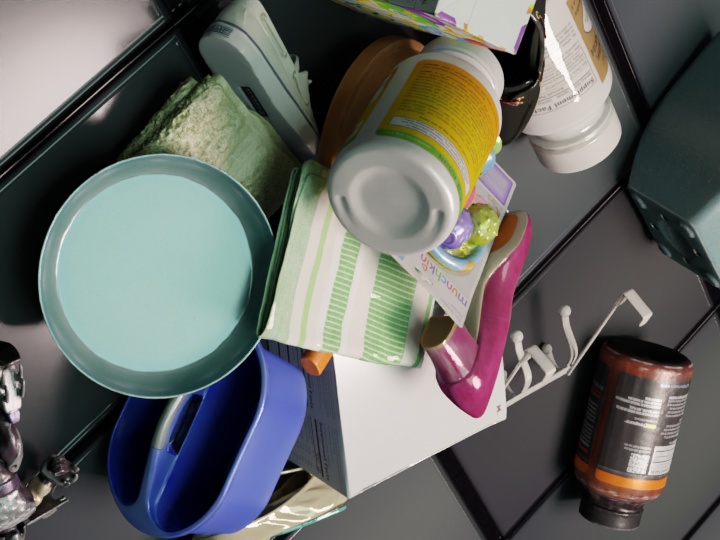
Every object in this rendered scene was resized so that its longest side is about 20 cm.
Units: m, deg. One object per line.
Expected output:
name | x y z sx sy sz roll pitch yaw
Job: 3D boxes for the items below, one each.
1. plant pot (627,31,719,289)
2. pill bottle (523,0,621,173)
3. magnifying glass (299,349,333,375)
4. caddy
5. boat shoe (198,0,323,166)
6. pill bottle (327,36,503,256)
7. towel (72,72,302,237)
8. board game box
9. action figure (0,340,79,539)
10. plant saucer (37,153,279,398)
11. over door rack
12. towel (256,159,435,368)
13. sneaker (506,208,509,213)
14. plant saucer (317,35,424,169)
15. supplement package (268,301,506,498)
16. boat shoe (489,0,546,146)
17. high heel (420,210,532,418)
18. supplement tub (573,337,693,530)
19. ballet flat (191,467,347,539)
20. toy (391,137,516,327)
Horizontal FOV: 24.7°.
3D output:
plant pot | 0.405 -0.097 1.764 0.200 0.196 0.197 -41 129 -7
pill bottle | 0.178 -0.195 1.580 0.114 0.114 0.200 -45 129 -17
magnifying glass | 0.003 0.009 1.468 0.201 0.022 0.080 -59 148 -29
caddy | -0.139 0.134 1.421 0.105 0.141 0.201 23 91 -56
boat shoe | -0.070 -0.155 1.425 0.070 0.071 0.200 -59 137 -26
pill bottle | 0.055 -0.113 1.383 0.200 0.110 0.112 -61 141 -47
towel | -0.150 -0.057 1.392 0.200 0.036 0.148 -47 126 -1
board game box | 0.050 -0.262 1.391 0.103 0.200 0.105 18 94 -42
action figure | -0.300 0.163 1.357 0.130 0.069 0.201 -30 128 -38
plant saucer | -0.165 0.004 1.350 0.199 0.027 0.202 -3 100 -18
over door rack | 0.183 0.081 1.663 0.147 0.200 0.067 -27 81 -28
towel | 0.000 0.000 1.423 0.199 0.023 0.154 17 84 -47
sneaker | 0.125 -0.003 1.630 0.075 0.084 0.201 -32 124 -26
plant saucer | 0.026 -0.112 1.496 0.200 0.032 0.201 -36 134 -50
supplement package | 0.028 0.094 1.570 0.199 0.111 0.157 -23 120 -32
boat shoe | 0.128 -0.182 1.479 0.202 0.073 0.063 94 9 -51
high heel | 0.122 0.037 1.511 0.096 0.067 0.200 59 41 -31
supplement tub | 0.297 0.183 1.829 0.106 0.107 0.201 2 106 -40
ballet flat | -0.102 0.232 1.556 0.199 0.069 0.070 -24 120 -33
toy | 0.091 -0.061 1.462 0.115 0.047 0.201 45 40 -20
